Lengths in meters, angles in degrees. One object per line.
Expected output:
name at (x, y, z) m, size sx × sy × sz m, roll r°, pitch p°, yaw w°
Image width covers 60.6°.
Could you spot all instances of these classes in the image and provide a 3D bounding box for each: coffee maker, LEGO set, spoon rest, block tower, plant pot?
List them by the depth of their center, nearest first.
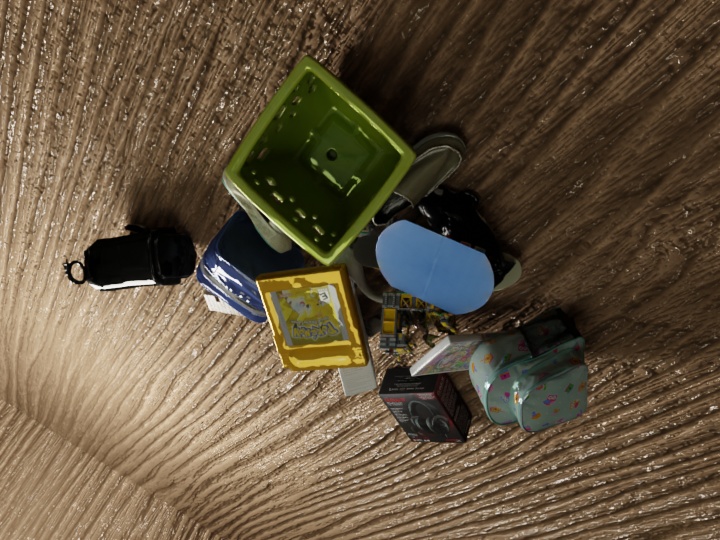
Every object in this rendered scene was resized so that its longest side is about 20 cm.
plant pot at (-0.044, -0.160, 0.884) m, size 0.199 × 0.182 × 0.200 m, roll 40°, pitch 107°, yaw -4°
LEGO set at (0.107, 0.116, 1.121) m, size 0.149 × 0.120 × 0.200 m, roll 3°, pitch 165°, yaw 7°
spoon rest at (0.000, 0.000, 1.143) m, size 0.198 × 0.100 × 0.061 m, roll 35°, pitch 108°, yaw -19°
coffee maker at (-0.477, -0.012, 1.304) m, size 0.195 × 0.192 × 0.138 m, roll -7°, pitch 114°, yaw 30°
block tower at (-0.248, 0.066, 1.366) m, size 0.194 × 0.055 × 0.059 m, roll 9°, pitch 137°, yaw 19°

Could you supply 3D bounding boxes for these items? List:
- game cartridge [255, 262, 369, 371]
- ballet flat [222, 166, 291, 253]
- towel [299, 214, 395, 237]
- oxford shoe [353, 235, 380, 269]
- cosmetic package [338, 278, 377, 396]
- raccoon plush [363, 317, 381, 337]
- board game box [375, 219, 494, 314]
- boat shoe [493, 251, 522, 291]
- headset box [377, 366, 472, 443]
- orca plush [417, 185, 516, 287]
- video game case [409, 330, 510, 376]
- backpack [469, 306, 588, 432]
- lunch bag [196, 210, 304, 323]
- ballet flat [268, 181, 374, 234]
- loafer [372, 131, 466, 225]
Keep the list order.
game cartridge at (-0.086, 0.092, 1.126) m, size 0.171 × 0.033 × 0.205 m, roll -7°, pitch 113°, yaw 17°
ballet flat at (-0.178, -0.114, 1.140) m, size 0.061 × 0.068 × 0.201 m, roll -22°, pitch 120°, yaw 30°
towel at (-0.027, -0.140, 1.057) m, size 0.186 × 0.033 × 0.203 m, roll 15°, pitch 137°, yaw 14°
oxford shoe at (0.087, -0.016, 1.064) m, size 0.195 × 0.073 × 0.071 m, roll 19°, pitch -179°, yaw 12°
cosmetic package at (-0.023, 0.129, 1.213) m, size 0.072 × 0.102 × 0.206 m, roll -15°, pitch 104°, yaw 1°
raccoon plush at (-0.064, 0.087, 1.298) m, size 0.195 × 0.097 × 0.137 m, roll -21°, pitch 111°, yaw 5°
board game box at (0.120, -0.013, 0.979) m, size 0.195 × 0.039 × 0.160 m, roll 24°, pitch 142°, yaw 10°
boat shoe at (0.189, 0.009, 1.073) m, size 0.195 × 0.074 × 0.062 m, roll -11°, pitch 169°, yaw 30°
headset box at (0.142, 0.295, 1.375) m, size 0.146 × 0.078 × 0.202 m, roll -9°, pitch 129°, yaw 34°
orca plush at (0.159, -0.052, 0.985) m, size 0.104 × 0.071 × 0.203 m, roll -29°, pitch 98°, yaw 30°
video game case at (0.206, 0.154, 1.153) m, size 0.195 × 0.018 × 0.144 m, roll -1°, pitch 149°, yaw -30°
backpack at (0.295, 0.187, 1.077) m, size 0.194 × 0.155 × 0.179 m, roll -15°, pitch 131°, yaw 3°
lunch bag at (-0.214, 0.003, 1.219) m, size 0.198 × 0.138 × 0.132 m, roll 38°, pitch 136°, yaw -13°
ballet flat at (-0.057, -0.129, 1.013) m, size 0.196 × 0.073 × 0.073 m, roll 26°, pitch 139°, yaw -2°
loafer at (0.084, -0.132, 0.951) m, size 0.074 × 0.071 × 0.199 m, roll 29°, pitch 130°, yaw -30°
